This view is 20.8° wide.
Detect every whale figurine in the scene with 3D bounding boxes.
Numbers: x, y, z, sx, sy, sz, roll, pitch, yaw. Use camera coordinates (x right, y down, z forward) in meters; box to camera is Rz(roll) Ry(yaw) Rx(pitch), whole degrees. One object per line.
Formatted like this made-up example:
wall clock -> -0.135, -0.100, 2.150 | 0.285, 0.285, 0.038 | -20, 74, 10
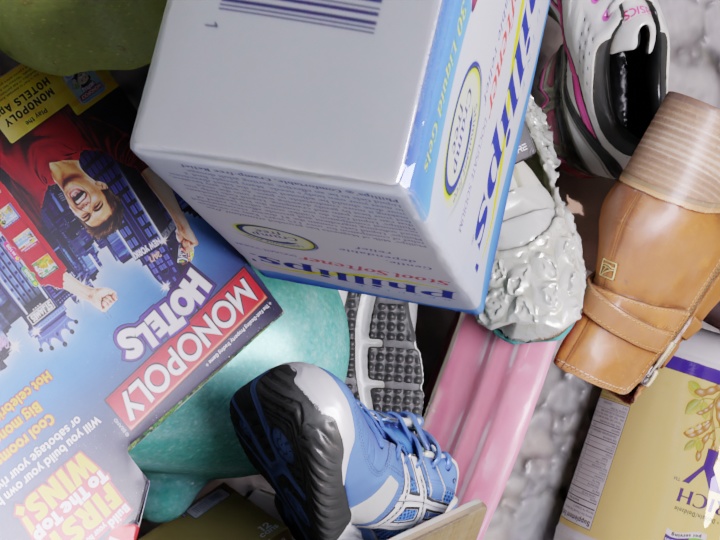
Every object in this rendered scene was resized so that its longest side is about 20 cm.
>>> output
whale figurine -> -0.085, 0.048, 0.896 | 0.200, 0.103, 0.160 | -21, 119, -45

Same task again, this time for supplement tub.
supplement tub -> 0.206, 0.141, 1.239 | 0.145, 0.145, 0.201 | 19, 88, -51

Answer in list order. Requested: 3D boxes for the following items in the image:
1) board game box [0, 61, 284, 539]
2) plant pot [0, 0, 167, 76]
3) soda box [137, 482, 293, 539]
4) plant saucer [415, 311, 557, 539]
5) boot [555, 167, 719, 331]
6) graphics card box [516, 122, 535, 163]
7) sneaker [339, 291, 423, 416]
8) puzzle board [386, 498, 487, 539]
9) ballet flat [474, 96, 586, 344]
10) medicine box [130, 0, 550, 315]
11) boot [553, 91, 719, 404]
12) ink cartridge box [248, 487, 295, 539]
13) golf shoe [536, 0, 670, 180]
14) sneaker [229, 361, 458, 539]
board game box -> -0.137, 0.040, 0.793 | 0.200, 0.062, 0.200 | -41, 100, -32
plant pot -> -0.120, -0.178, 0.733 | 0.200, 0.199, 0.190 | -54, 150, -21
soda box -> -0.117, 0.186, 0.906 | 0.200, 0.064, 0.068 | -32, 121, -22
plant saucer -> 0.058, 0.076, 1.054 | 0.201, 0.051, 0.201 | 21, 90, -89
boot -> 0.177, -0.009, 1.145 | 0.200, 0.146, 0.070 | 3, 119, -51
graphics card box -> -0.011, -0.120, 0.892 | 0.125, 0.051, 0.201 | -26, 97, -29
sneaker -> 0.000, 0.000, 1.020 | 0.073, 0.080, 0.201 | 9, 84, -8
puzzle board -> -0.025, 0.193, 0.903 | 0.150, 0.017, 0.201 | -21, 144, -32
ballet flat -> 0.070, -0.044, 1.011 | 0.071, 0.200, 0.072 | -2, 127, -3
medicine box -> 0.006, -0.097, 0.752 | 0.200, 0.102, 0.183 | 49, 53, -73
boot -> 0.177, 0.002, 1.048 | 0.200, 0.074, 0.155 | 21, 94, -50
ink cartridge box -> -0.028, 0.233, 1.047 | 0.147, 0.083, 0.200 | -52, 137, -22
golf shoe -> 0.136, -0.150, 1.068 | 0.072, 0.092, 0.201 | -14, 99, -25
sneaker -> -0.003, 0.084, 0.876 | 0.077, 0.076, 0.200 | -34, 156, -9
